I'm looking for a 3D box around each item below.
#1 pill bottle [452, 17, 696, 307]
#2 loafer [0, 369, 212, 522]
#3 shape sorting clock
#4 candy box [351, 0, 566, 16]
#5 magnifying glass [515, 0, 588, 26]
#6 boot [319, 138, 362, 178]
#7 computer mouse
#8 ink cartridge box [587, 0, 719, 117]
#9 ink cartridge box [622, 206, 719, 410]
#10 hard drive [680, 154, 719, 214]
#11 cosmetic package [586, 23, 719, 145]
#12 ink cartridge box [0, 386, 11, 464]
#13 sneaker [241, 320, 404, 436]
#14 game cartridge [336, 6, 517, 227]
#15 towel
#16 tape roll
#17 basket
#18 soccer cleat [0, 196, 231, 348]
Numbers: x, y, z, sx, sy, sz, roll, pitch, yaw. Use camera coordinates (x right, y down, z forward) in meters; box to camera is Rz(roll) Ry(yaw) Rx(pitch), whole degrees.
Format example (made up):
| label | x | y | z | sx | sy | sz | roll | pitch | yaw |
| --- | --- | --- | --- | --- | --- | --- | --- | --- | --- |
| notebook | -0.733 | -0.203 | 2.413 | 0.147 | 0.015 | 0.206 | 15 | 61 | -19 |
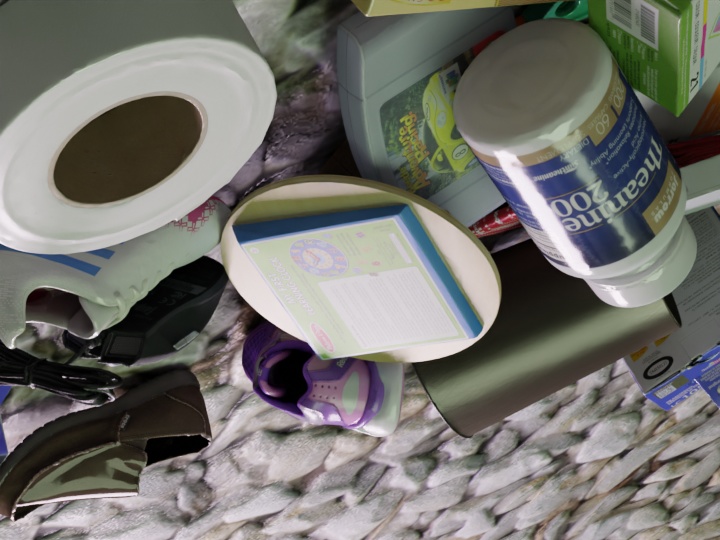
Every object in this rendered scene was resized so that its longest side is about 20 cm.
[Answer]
| label | x | y | z | sx | sy | sz | roll | pitch | yaw |
| --- | --- | --- | --- | --- | --- | --- | --- | --- | --- |
| pill bottle | 0.152 | -0.065 | 1.370 | 0.111 | 0.111 | 0.200 | -33 | 131 | 7 |
| loafer | -0.198 | 0.145 | 1.593 | 0.200 | 0.071 | 0.073 | -28 | 158 | -26 |
| shape sorting clock | 0.000 | 0.000 | 1.418 | 0.199 | 0.039 | 0.200 | 7 | 142 | 5 |
| candy box | 0.085 | -0.223 | 1.255 | 0.199 | 0.055 | 0.116 | -10 | 136 | -36 |
| magnifying glass | 0.137 | -0.184 | 1.437 | 0.200 | 0.022 | 0.080 | -35 | 154 | 11 |
| boot | 0.030 | -0.040 | 1.527 | 0.200 | 0.073 | 0.155 | -49 | 152 | 23 |
| computer mouse | -0.186 | 0.043 | 1.423 | 0.200 | 0.140 | 0.046 | -47 | 141 | -53 |
| ink cartridge box | 0.233 | -0.222 | 1.313 | 0.200 | 0.076 | 0.148 | -51 | 161 | -11 |
| ink cartridge box | 0.271 | 0.023 | 1.735 | 0.136 | 0.200 | 0.076 | -35 | 153 | 12 |
| hard drive | 0.255 | -0.063 | 1.547 | 0.131 | 0.026 | 0.200 | -19 | 176 | 20 |
| cosmetic package | 0.213 | -0.141 | 1.534 | 0.199 | 0.071 | 0.102 | -17 | 152 | -23 |
| ink cartridge box | -0.365 | 0.154 | 1.502 | 0.198 | 0.043 | 0.200 | -3 | 142 | -43 |
| sneaker | -0.049 | 0.075 | 1.563 | 0.088 | 0.200 | 0.081 | 2 | 98 | -30 |
| game cartridge | 0.054 | -0.108 | 1.381 | 0.133 | 0.041 | 0.200 | -32 | 134 | -12 |
| towel | 0.191 | -0.064 | 1.595 | 0.200 | 0.023 | 0.144 | -21 | 175 | 37 |
| tape roll | -0.154 | -0.097 | 1.240 | 0.202 | 0.071 | 0.203 | -24 | 153 | -13 |
| basket | 0.150 | 0.036 | 1.669 | 0.199 | 0.136 | 0.180 | -25 | 170 | 12 |
| soccer cleat | -0.169 | 0.005 | 1.386 | 0.199 | 0.086 | 0.070 | -15 | 150 | -29 |
